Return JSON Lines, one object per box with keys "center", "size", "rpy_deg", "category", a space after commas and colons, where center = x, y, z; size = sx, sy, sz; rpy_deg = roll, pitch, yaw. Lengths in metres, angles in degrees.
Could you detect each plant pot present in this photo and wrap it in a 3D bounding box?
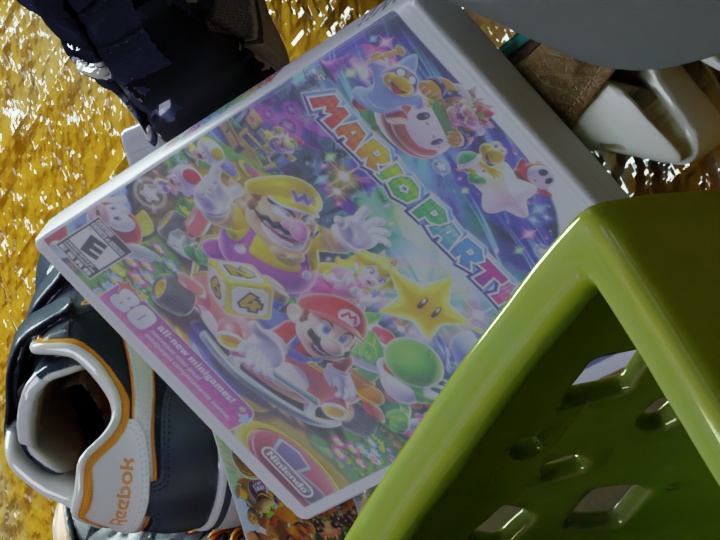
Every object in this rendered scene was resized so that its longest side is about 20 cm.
{"center": [0.131, 0.098, 0.744], "size": [0.200, 0.181, 0.199], "rpy_deg": [60, 144, 23], "category": "plant pot"}

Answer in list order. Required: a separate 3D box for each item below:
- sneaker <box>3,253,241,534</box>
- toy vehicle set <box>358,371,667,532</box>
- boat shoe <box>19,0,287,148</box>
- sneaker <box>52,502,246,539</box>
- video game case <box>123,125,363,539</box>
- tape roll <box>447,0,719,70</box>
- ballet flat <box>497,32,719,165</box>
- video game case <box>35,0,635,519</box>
{"center": [-0.113, 0.037, 1.156], "size": [0.200, 0.079, 0.079], "rpy_deg": [-131, 45, -53], "category": "sneaker"}
{"center": [0.097, 0.131, 0.855], "size": [0.201, 0.124, 0.027], "rpy_deg": [62, 164, 22], "category": "toy vehicle set"}
{"center": [-0.086, -0.118, 1.012], "size": [0.093, 0.075, 0.200], "rpy_deg": [45, -173, -28], "category": "boat shoe"}
{"center": [-0.056, 0.131, 1.144], "size": [0.200, 0.078, 0.077], "rpy_deg": [47, 114, 40], "category": "sneaker"}
{"center": [-0.006, 0.026, 1.017], "size": [0.143, 0.018, 0.201], "rpy_deg": [-17, 89, 40], "category": "video game case"}
{"center": [0.077, -0.160, 0.770], "size": [0.200, 0.066, 0.201], "rpy_deg": [-22, 60, 44], "category": "tape roll"}
{"center": [0.099, -0.078, 0.854], "size": [0.072, 0.068, 0.200], "rpy_deg": [50, 138, 6], "category": "ballet flat"}
{"center": [0.000, 0.000, 0.927], "size": [0.143, 0.018, 0.200], "rpy_deg": [47, 133, -15], "category": "video game case"}
